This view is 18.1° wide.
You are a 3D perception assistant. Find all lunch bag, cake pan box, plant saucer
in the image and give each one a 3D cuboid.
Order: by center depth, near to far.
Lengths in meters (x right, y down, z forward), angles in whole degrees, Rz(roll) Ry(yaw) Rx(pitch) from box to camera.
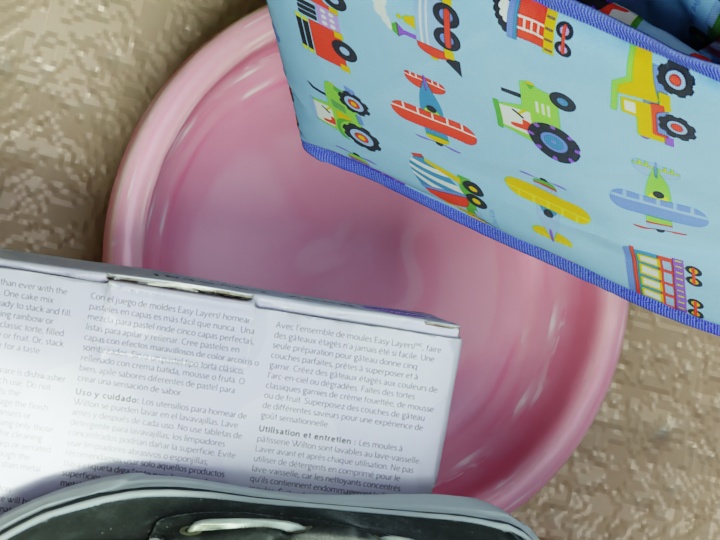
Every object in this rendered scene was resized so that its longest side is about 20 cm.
[{"bbox_3d":[0.069,-0.057,0.685,0.200,0.151,0.094,38,71,26],"label":"lunch bag"},{"bbox_3d":[-0.071,0.092,0.735,0.199,0.052,0.185,8,97,-11],"label":"cake pan box"},{"bbox_3d":[0.000,0.000,0.812,0.199,0.051,0.202,1,87,-23],"label":"plant saucer"}]

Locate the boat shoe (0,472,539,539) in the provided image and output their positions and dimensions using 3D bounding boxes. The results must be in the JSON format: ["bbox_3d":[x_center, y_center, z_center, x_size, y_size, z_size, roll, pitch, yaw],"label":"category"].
[{"bbox_3d":[-0.035,0.099,0.681,0.199,0.071,0.073,-6,98,-8],"label":"boat shoe"}]
